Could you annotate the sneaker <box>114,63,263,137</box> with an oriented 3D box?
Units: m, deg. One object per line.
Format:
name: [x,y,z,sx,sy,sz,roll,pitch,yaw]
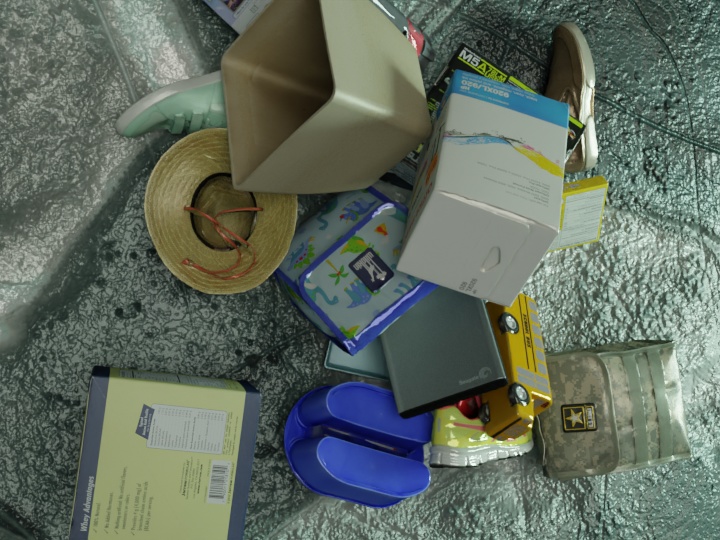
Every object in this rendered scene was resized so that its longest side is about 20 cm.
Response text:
sneaker: [-0.196,-0.175,1.339,0.200,0.074,0.119,-22,88,-14]

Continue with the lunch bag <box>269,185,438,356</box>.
lunch bag: [0.000,0.000,1.313,0.170,0.200,0.128,-41,133,-8]

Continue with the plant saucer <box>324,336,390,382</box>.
plant saucer: [0.052,0.115,1.426,0.199,0.019,0.070,14,87,-11]

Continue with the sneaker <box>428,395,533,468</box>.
sneaker: [0.159,0.198,1.383,0.200,0.078,0.091,1,82,-53]

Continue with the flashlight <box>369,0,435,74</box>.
flashlight: [0.018,-0.308,1.340,0.200,0.068,0.068,26,77,-51]

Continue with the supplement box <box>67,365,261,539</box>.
supplement box: [-0.237,0.227,1.300,0.199,0.134,0.201,8,88,-13]

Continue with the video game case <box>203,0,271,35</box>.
video game case: [-0.107,-0.388,1.332,0.181,0.045,0.200,42,113,-10]

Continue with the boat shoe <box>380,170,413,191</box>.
boat shoe: [0.092,-0.132,1.412,0.199,0.062,0.075,15,72,-9]

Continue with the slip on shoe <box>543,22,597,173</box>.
slip on shoe: [0.273,-0.231,1.451,0.060,0.076,0.201,-9,99,-15]

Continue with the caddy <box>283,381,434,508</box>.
caddy: [0.002,0.221,1.371,0.199,0.105,0.142,20,66,-20]

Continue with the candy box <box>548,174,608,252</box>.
candy box: [0.230,-0.062,1.434,0.199,0.026,0.103,-13,136,-13]

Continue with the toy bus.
toy bus: [0.192,0.121,1.373,0.078,0.065,0.201,24,44,-29]

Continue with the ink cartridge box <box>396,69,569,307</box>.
ink cartridge box: [0.139,-0.093,1.220,0.144,0.148,0.201,17,50,-5]

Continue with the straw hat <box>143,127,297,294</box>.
straw hat: [-0.168,-0.071,1.339,0.200,0.085,0.202,0,88,1]

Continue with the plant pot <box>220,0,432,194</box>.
plant pot: [-0.031,-0.202,1.263,0.176,0.200,0.201,15,53,-36]

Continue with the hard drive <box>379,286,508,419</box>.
hard drive: [0.093,0.073,1.354,0.139,0.033,0.201,-20,60,11]

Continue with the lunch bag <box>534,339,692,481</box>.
lunch bag: [0.322,0.182,1.430,0.199,0.118,0.165,-8,90,-17]

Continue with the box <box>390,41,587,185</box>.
box: [0.159,-0.161,1.376,0.199,0.048,0.194,33,69,-1]
